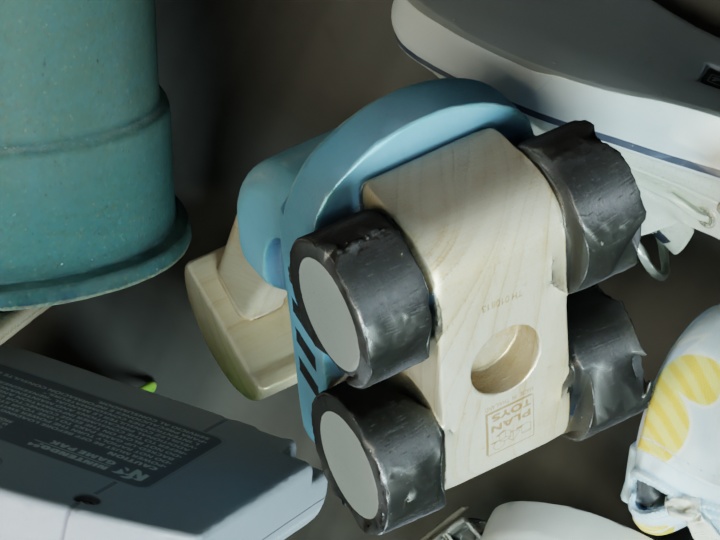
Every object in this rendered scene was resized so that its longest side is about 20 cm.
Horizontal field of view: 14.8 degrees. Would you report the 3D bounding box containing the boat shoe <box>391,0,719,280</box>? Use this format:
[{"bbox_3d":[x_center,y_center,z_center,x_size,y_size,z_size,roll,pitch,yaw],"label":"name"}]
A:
[{"bbox_3d":[0.098,-0.032,0.894,0.201,0.075,0.087,20,125,12],"label":"boat shoe"}]

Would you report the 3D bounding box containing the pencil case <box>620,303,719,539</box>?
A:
[{"bbox_3d":[0.183,0.077,0.872,0.199,0.091,0.084,21,113,22],"label":"pencil case"}]

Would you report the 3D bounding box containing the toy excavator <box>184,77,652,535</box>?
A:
[{"bbox_3d":[0.000,0.000,0.907,0.200,0.099,0.195,49,154,42],"label":"toy excavator"}]

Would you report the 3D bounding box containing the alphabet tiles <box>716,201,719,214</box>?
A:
[{"bbox_3d":[0.208,0.001,0.793,0.200,0.006,0.167,39,86,25],"label":"alphabet tiles"}]

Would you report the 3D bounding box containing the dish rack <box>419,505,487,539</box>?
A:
[{"bbox_3d":[0.034,0.178,1.035,0.154,0.055,0.200,49,125,2],"label":"dish rack"}]

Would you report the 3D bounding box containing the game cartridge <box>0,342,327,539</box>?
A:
[{"bbox_3d":[-0.125,0.061,0.928,0.199,0.133,0.041,17,103,18],"label":"game cartridge"}]

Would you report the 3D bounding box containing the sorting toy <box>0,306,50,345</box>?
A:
[{"bbox_3d":[-0.192,0.000,0.975,0.184,0.200,0.037,8,108,9],"label":"sorting toy"}]

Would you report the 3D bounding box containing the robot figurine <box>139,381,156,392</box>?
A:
[{"bbox_3d":[-0.142,0.124,1.047,0.115,0.175,0.201,9,79,57],"label":"robot figurine"}]

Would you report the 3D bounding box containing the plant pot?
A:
[{"bbox_3d":[-0.151,-0.110,0.945,0.199,0.200,0.198,13,109,27],"label":"plant pot"}]

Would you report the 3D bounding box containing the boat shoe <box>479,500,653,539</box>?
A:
[{"bbox_3d":[0.113,0.156,0.929,0.200,0.066,0.072,42,148,-17],"label":"boat shoe"}]
